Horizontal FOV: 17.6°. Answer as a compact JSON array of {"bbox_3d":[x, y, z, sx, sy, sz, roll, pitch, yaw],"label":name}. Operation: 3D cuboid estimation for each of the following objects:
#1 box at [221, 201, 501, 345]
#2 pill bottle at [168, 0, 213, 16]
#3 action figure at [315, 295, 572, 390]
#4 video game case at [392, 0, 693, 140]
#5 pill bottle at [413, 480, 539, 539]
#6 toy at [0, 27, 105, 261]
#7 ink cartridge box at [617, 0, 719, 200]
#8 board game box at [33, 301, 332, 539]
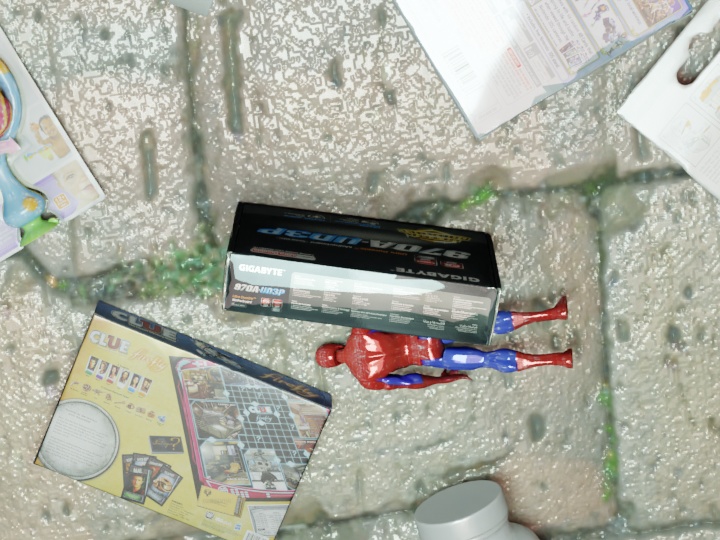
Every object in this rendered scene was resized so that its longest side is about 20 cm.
[{"bbox_3d":[0.000,0.000,1.715,0.198,0.159,0.046,8,105,-1],"label":"box"},{"bbox_3d":[-0.185,-0.261,1.664,0.199,0.110,0.110,22,105,-6],"label":"pill bottle"},{"bbox_3d":[0.063,0.058,1.789,0.198,0.052,0.066,-5,101,7],"label":"action figure"},{"bbox_3d":[0.110,-0.225,1.656,0.181,0.045,0.201,-30,104,11],"label":"video game case"},{"bbox_3d":[0.108,0.270,1.822,0.104,0.104,0.201,-18,106,5],"label":"pill bottle"},{"bbox_3d":[-0.292,-0.106,1.742,0.115,0.047,0.201,-30,105,7],"label":"toy"},{"bbox_3d":[0.317,-0.118,1.745,0.200,0.050,0.162,39,104,-2],"label":"ink cartridge box"},{"bbox_3d":[-0.138,0.124,1.816,0.199,0.035,0.136,23,105,-6],"label":"board game box"}]
